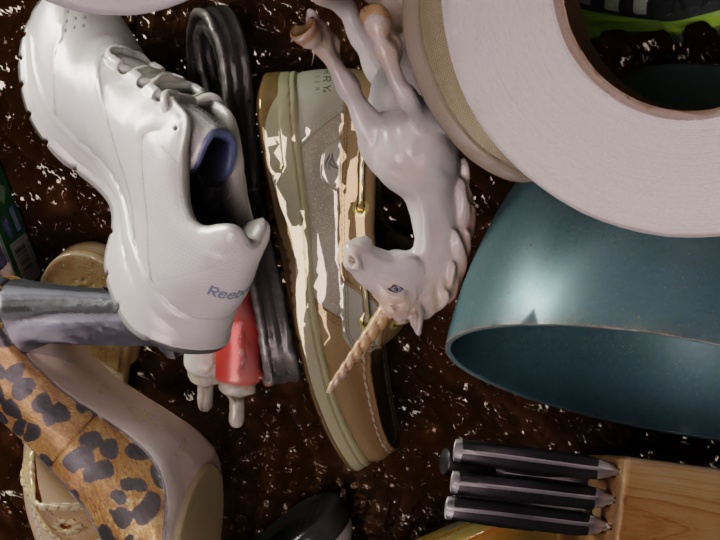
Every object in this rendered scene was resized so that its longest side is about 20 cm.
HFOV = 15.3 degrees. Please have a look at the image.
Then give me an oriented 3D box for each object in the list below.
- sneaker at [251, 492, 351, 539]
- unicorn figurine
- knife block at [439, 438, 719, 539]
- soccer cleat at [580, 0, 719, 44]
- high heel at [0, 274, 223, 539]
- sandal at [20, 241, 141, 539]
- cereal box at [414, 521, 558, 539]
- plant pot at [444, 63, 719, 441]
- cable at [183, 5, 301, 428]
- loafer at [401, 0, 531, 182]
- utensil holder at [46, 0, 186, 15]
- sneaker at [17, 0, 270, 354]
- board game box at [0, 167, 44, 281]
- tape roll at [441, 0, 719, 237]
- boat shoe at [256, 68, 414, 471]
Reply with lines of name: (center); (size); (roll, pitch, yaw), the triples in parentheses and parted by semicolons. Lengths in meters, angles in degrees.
sneaker: (-0.043, 0.202, 1.366); (0.108, 0.067, 0.201); (45, 120, -3)
unicorn figurine: (0.015, -0.069, 1.177); (0.074, 0.200, 0.137); (-10, 128, 30)
knife block: (0.130, 0.108, 1.202); (0.200, 0.064, 0.176); (-39, 101, -17)
soccer cleat: (0.134, -0.140, 1.140); (0.200, 0.067, 0.081); (0, 105, 53)
high heel: (-0.143, 0.098, 1.311); (0.142, 0.071, 0.200); (3, 108, 21)
sandal: (-0.147, 0.095, 1.356); (0.078, 0.070, 0.212); (7, 112, 16)
cereal box: (0.097, 0.207, 1.284); (0.144, 0.040, 0.200); (-27, 99, 25)
plant pot: (0.147, -0.012, 1.171); (0.200, 0.200, 0.135); (8, 76, 15)
cable: (-0.066, -0.021, 1.278); (0.050, 0.097, 0.200); (-13, 113, -16)
loafer: (0.062, -0.137, 1.130); (0.068, 0.076, 0.200); (-20, 70, 44)
utensil holder: (-0.074, -0.208, 1.147); (0.170, 0.200, 0.170); (6, 112, 15)
sneaker: (-0.093, -0.061, 1.245); (0.087, 0.074, 0.200); (-49, 59, 39)
board game box: (-0.257, -0.067, 1.355); (0.134, 0.029, 0.200); (-14, 105, 23)
tape roll: (0.131, -0.113, 1.051); (0.203, 0.037, 0.203); (1, 94, 15)
boat shoe: (0.000, 0.000, 1.270); (0.066, 0.074, 0.200); (-9, 111, 6)
